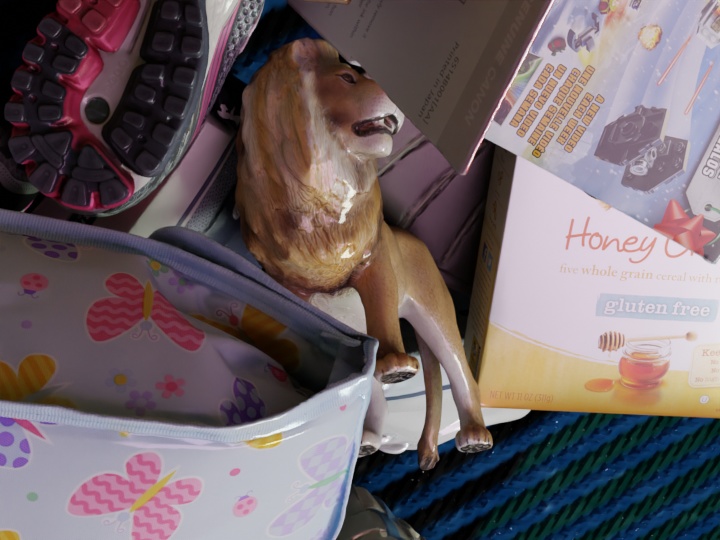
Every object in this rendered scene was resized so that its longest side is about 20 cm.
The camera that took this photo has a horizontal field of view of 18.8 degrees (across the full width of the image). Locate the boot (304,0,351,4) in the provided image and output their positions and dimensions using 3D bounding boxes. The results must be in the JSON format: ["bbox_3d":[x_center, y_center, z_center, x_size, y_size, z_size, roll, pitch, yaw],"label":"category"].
[{"bbox_3d":[-0.043,-0.194,0.717,0.106,0.075,0.202,7,86,5],"label":"boot"}]

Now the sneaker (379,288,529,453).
[{"bbox_3d":[0.013,0.049,0.974,0.199,0.073,0.071,-1,122,-34],"label":"sneaker"}]

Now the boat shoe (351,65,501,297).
[{"bbox_3d":[0.056,-0.028,0.947,0.072,0.068,0.200,-40,119,14],"label":"boat shoe"}]

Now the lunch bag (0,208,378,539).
[{"bbox_3d":[-0.105,0.075,0.765,0.198,0.128,0.171,8,128,-8],"label":"lunch bag"}]

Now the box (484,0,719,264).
[{"bbox_3d":[0.128,-0.119,0.814,0.136,0.040,0.201,27,106,-18],"label":"box"}]

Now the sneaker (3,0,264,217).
[{"bbox_3d":[-0.067,-0.115,0.782,0.201,0.080,0.075,-62,177,-3],"label":"sneaker"}]

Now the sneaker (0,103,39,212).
[{"bbox_3d":[-0.153,-0.092,0.746,0.087,0.074,0.200,-38,135,0],"label":"sneaker"}]

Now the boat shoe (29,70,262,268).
[{"bbox_3d":[-0.095,0.008,0.868,0.200,0.075,0.092,-49,144,13],"label":"boat shoe"}]

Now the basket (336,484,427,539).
[{"bbox_3d":[0.023,0.217,1.050,0.139,0.176,0.200,-38,118,0],"label":"basket"}]

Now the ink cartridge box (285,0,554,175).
[{"bbox_3d":[0.050,-0.156,0.752,0.044,0.176,0.201,11,116,-38],"label":"ink cartridge box"}]

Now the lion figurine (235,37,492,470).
[{"bbox_3d":[0.000,0.000,0.853,0.072,0.124,0.200,-12,157,5],"label":"lion figurine"}]

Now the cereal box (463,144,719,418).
[{"bbox_3d":[0.125,-0.036,0.894,0.142,0.040,0.202,3,115,-11],"label":"cereal box"}]
